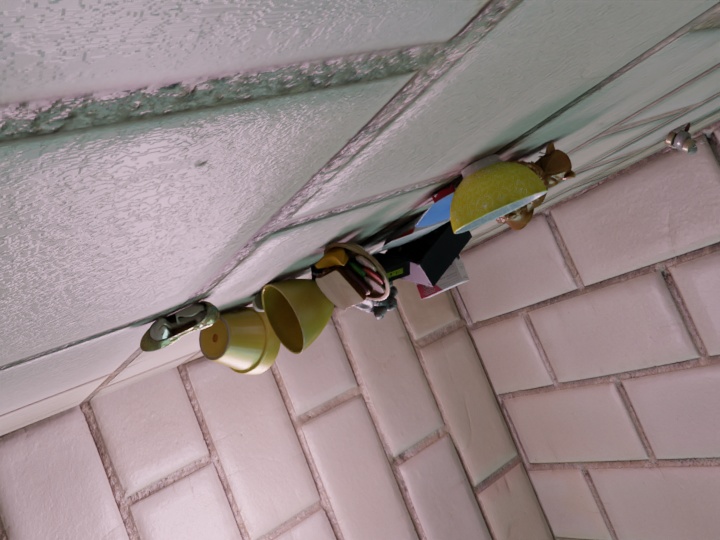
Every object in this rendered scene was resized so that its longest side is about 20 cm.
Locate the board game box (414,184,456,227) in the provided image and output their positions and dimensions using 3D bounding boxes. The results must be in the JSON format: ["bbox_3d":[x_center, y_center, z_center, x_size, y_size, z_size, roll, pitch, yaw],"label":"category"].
[{"bbox_3d":[0.198,-0.162,1.421,0.156,0.039,0.200,-21,167,-19],"label":"board game box"}]

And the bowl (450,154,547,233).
[{"bbox_3d":[0.254,-0.162,1.253,0.197,0.109,0.200,-23,175,-2],"label":"bowl"}]

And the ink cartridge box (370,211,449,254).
[{"bbox_3d":[0.110,-0.098,1.637,0.197,0.058,0.162,-15,172,-33],"label":"ink cartridge box"}]

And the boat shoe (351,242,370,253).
[{"bbox_3d":[-0.015,-0.035,1.600,0.070,0.071,0.199,-10,-169,-24],"label":"boat shoe"}]

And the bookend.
[{"bbox_3d":[0.176,-0.071,1.805,0.200,0.093,0.197,-49,-146,-20],"label":"bookend"}]

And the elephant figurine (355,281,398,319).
[{"bbox_3d":[0.026,0.049,1.833,0.154,0.143,0.200,-36,153,6],"label":"elephant figurine"}]

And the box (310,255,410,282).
[{"bbox_3d":[0.000,0.000,1.700,0.198,0.048,0.191,11,-157,43],"label":"box"}]

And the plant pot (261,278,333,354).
[{"bbox_3d":[-0.155,0.102,1.718,0.141,0.202,0.200,-27,178,-30],"label":"plant pot"}]

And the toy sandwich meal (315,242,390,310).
[{"bbox_3d":[-0.023,0.019,1.474,0.071,0.205,0.205,-52,-170,-28],"label":"toy sandwich meal"}]

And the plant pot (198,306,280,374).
[{"bbox_3d":[-0.370,0.205,1.895,0.199,0.204,0.188,-25,158,28],"label":"plant pot"}]

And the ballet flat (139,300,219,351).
[{"bbox_3d":[-0.422,0.122,1.457,0.197,0.072,0.071,-22,175,-3],"label":"ballet flat"}]

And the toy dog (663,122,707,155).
[{"bbox_3d":[1.197,-0.484,2.335,0.199,0.131,0.098,-23,140,-64],"label":"toy dog"}]

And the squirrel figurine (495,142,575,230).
[{"bbox_3d":[0.374,-0.188,1.400,0.186,0.143,0.199,-34,174,30],"label":"squirrel figurine"}]

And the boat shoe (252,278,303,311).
[{"bbox_3d":[-0.215,0.072,1.827,0.197,0.076,0.068,-10,172,-21],"label":"boat shoe"}]

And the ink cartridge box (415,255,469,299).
[{"bbox_3d":[0.220,-0.036,1.917,0.143,0.203,0.084,-24,172,24],"label":"ink cartridge box"}]
